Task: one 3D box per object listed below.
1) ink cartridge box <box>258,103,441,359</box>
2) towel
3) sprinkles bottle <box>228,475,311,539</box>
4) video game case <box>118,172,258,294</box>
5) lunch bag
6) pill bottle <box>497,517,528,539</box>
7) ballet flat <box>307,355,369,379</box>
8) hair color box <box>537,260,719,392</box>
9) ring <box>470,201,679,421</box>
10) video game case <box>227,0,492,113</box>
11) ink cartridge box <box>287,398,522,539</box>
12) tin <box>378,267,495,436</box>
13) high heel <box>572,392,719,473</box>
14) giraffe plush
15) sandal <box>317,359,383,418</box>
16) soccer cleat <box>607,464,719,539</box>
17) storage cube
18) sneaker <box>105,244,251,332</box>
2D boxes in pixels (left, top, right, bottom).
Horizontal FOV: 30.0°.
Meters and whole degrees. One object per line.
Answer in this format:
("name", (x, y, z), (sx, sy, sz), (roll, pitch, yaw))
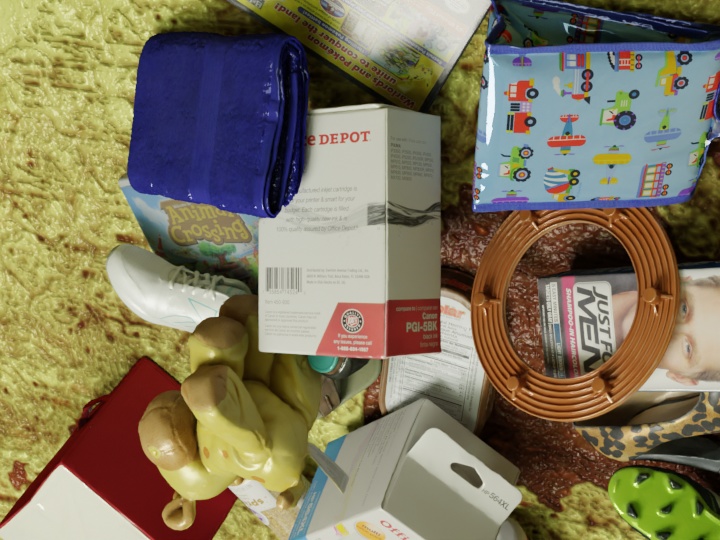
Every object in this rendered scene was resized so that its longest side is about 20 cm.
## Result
("ink cartridge box", (-0.009, -0.031, 1.125), (0.146, 0.083, 0.202), (1, 91, 40))
("towel", (-0.121, -0.127, 1.143), (0.199, 0.049, 0.149), (12, 95, 44))
("sprinkles bottle", (-0.089, 0.230, 1.406), (0.068, 0.069, 0.200), (-20, 122, 33))
("video game case", (-0.120, -0.022, 1.280), (0.199, 0.022, 0.183), (-4, 121, 36))
("lunch bag", (0.192, -0.123, 1.044), (0.198, 0.094, 0.152), (6, 129, 6))
("pill bottle", (0.155, 0.362, 1.373), (0.119, 0.120, 0.201), (-17, 114, 32))
("ballet flat", (0.000, 0.000, 1.217), (0.068, 0.068, 0.202), (25, 106, 42))
("hair color box", (0.246, 0.046, 1.102), (0.199, 0.060, 0.101), (-4, 93, 40))
("ring", (0.170, 0.023, 1.109), (0.199, 0.202, 0.019), (-25, 154, 35))
("video game case", (0.007, -0.241, 1.085), (0.199, 0.026, 0.181), (33, 129, -1))
("ink cartridge box", (0.046, 0.224, 1.284), (0.128, 0.126, 0.200), (36, 145, -15))
("tin", (0.076, 0.090, 1.275), (0.111, 0.042, 0.201), (13, 127, 11))
("high heel", (0.260, 0.100, 1.173), (0.141, 0.072, 0.201), (9, 133, 13))
("giraffe plush", (-0.127, 0.144, 1.220), (0.161, 0.173, 0.201), (-22, 104, 31))
("sandal", (-0.045, 0.117, 1.333), (0.080, 0.057, 0.201), (40, 128, -6))
("soccer cleat", (0.317, 0.232, 1.228), (0.198, 0.081, 0.068), (20, 85, 2))
("storage cube", (-0.243, 0.240, 1.431), (0.200, 0.180, 0.171), (42, 129, -7))
("sneaker", (-0.149, 0.028, 1.282), (0.199, 0.071, 0.080), (34, 130, -6))
